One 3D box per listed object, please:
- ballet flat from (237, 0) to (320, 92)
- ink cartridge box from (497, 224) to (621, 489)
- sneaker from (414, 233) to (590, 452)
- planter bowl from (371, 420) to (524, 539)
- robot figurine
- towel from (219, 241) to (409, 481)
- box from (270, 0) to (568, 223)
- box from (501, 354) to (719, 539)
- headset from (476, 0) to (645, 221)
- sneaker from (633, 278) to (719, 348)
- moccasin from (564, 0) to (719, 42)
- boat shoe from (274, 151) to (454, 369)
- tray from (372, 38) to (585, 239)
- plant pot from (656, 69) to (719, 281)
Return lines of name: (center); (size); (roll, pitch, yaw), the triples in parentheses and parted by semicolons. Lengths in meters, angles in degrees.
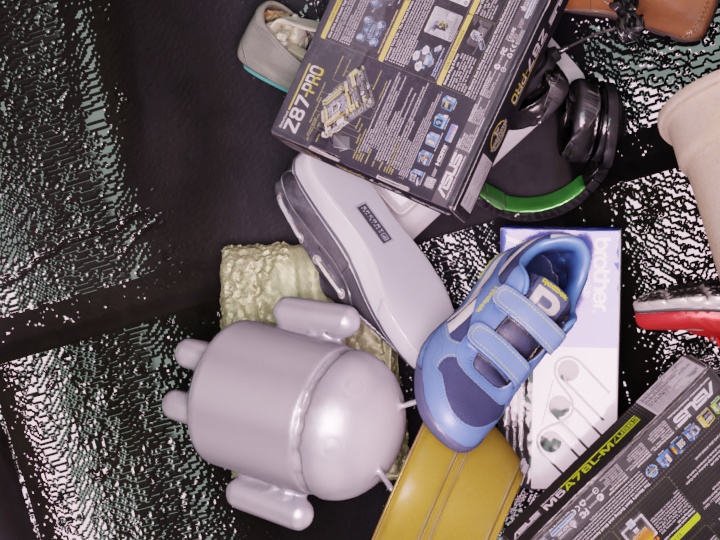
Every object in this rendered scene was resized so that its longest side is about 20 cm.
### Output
ballet flat: (-0.009, -0.142, 1.675); (0.199, 0.067, 0.064); (34, 117, 20)
ink cartridge box: (0.153, 0.067, 1.693); (0.093, 0.044, 0.202); (2, 94, 8)
sneaker: (0.104, 0.044, 1.579); (0.074, 0.201, 0.082); (43, 141, -15)
planter bowl: (0.068, 0.176, 1.632); (0.083, 0.200, 0.202); (24, 96, 7)
robot figurine: (-0.049, 0.104, 1.640); (0.199, 0.113, 0.171); (15, 93, 28)
towel: (-0.039, 0.074, 1.727); (0.147, 0.036, 0.202); (-5, 93, 9)
box: (0.046, -0.157, 1.610); (0.160, 0.049, 0.201); (23, 87, 19)
box: (0.235, 0.199, 1.634); (0.200, 0.047, 0.193); (-44, 112, -5)
headset: (0.149, -0.120, 1.644); (0.123, 0.094, 0.201); (27, 113, -16)
sneaker: (0.302, 0.056, 1.657); (0.198, 0.077, 0.086); (8, 99, 8)
moccasin: (0.173, -0.230, 1.652); (0.200, 0.074, 0.078); (16, 120, 8)
boat shoe: (0.000, 0.000, 1.664); (0.068, 0.072, 0.201); (-42, 78, 39)
tray: (0.068, -0.121, 1.707); (0.200, 0.022, 0.108); (-43, 88, 8)
plant pot: (0.321, -0.036, 1.559); (0.199, 0.201, 0.185); (-8, 72, 9)
